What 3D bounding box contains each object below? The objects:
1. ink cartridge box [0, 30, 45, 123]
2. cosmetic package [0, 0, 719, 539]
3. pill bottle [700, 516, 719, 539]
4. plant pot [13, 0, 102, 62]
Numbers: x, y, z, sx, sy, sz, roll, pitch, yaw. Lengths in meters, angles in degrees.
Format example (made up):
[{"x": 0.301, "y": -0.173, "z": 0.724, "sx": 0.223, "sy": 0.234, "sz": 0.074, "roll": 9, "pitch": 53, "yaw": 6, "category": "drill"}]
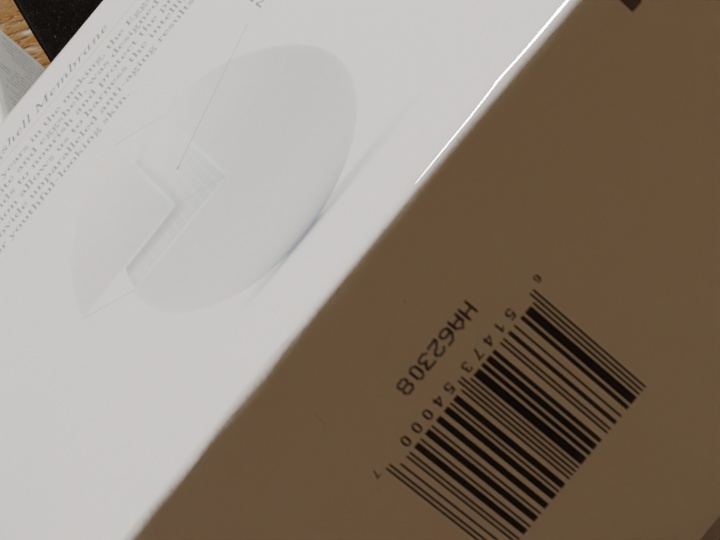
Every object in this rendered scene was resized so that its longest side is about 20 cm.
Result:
[{"x": -0.164, "y": 0.038, "z": 0.938, "sx": 0.196, "sy": 0.043, "sz": 0.200, "roll": -44, "pitch": 32, "yaw": 14, "category": "ink cartridge box"}, {"x": 0.000, "y": 0.000, "z": 0.708, "sx": 0.200, "sy": 0.123, "sz": 0.200, "roll": -50, "pitch": 31, "yaw": 1, "category": "cosmetic package"}, {"x": 0.108, "y": 0.022, "z": 0.772, "sx": 0.109, "sy": 0.110, "sz": 0.201, "roll": -11, "pitch": 40, "yaw": 9, "category": "pill bottle"}, {"x": -0.035, "y": -0.141, "z": 1.309, "sx": 0.199, "sy": 0.178, "sz": 0.200, "roll": 4, "pitch": 28, "yaw": 42, "category": "plant pot"}]
